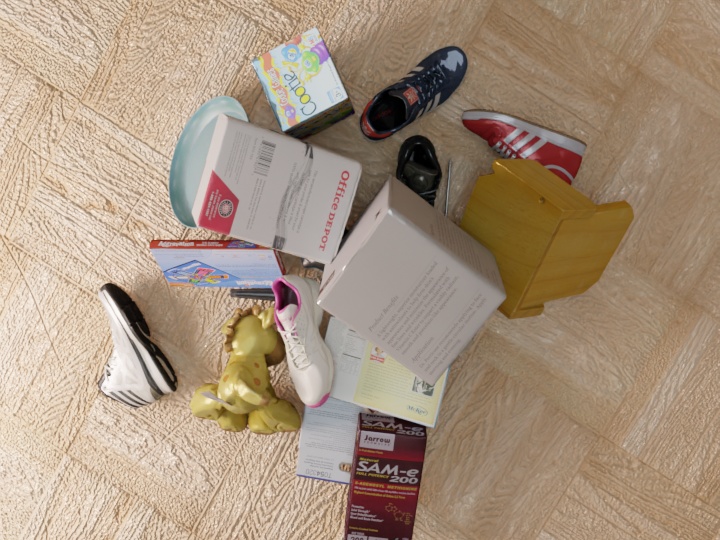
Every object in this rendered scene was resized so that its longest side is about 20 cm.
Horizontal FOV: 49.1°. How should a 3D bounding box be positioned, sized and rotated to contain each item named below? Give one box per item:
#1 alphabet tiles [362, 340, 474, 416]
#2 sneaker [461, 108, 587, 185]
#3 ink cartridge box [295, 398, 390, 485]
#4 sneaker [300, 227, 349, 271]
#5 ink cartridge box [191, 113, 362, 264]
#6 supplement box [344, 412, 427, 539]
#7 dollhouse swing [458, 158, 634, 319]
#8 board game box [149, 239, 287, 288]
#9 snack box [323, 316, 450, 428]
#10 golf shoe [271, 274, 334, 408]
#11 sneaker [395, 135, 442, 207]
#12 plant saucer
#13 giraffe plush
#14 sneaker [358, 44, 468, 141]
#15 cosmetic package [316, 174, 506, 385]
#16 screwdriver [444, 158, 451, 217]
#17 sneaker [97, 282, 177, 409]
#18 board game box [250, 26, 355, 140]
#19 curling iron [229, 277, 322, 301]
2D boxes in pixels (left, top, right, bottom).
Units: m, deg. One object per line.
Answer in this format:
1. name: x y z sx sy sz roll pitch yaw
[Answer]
1. alphabet tiles: 0.054 0.121 1.231 0.200 0.008 0.167 -44 85 -7
2. sneaker: 0.236 -0.167 1.195 0.195 0.071 0.115 18 93 -1
3. ink cartridge box: 0.003 0.239 1.258 0.191 0.043 0.206 9 97 0
4. sneaker: 0.000 0.000 1.215 0.198 0.074 0.083 33 114 -7
5. ink cartridge box: -0.115 -0.111 1.079 0.196 0.083 0.149 16 99 -22
6. supplement box: 0.037 0.328 1.211 0.106 0.061 0.205 6 105 -2
7. dollhouse swing: 0.271 -0.059 1.178 0.181 0.174 0.203 41 134 26
8. board game box: -0.214 -0.010 1.210 0.194 0.104 0.020 1 54 10
9. snack box: 0.033 0.153 1.195 0.195 0.037 0.119 15 81 8
10. golf shoe: -0.093 0.101 1.165 0.074 0.091 0.205 -22 65 23
11. sneaker: 0.082 -0.101 1.188 0.074 0.114 0.205 5 98 4
12. plant saucer: -0.221 -0.160 1.186 0.197 0.027 0.206 -14 70 41
13. giraffe plush: -0.173 0.145 1.215 0.168 0.201 0.166 1 62 15
14. sneaker: 0.083 -0.265 1.185 0.199 0.085 0.075 -40 93 5
15. cosmetic package: 0.069 0.009 1.083 0.198 0.166 0.166 36 109 -10
16. screwdriver: 0.135 -0.069 1.228 0.029 0.028 0.206 13 100 30
17. sneaker: -0.386 0.130 1.249 0.114 0.076 0.204 -29 96 3
18. board game box: -0.076 -0.261 1.135 0.101 0.200 0.107 -25 94 5
19. curling iron: -0.110 0.030 1.252 0.194 0.026 0.051 -5 93 2
